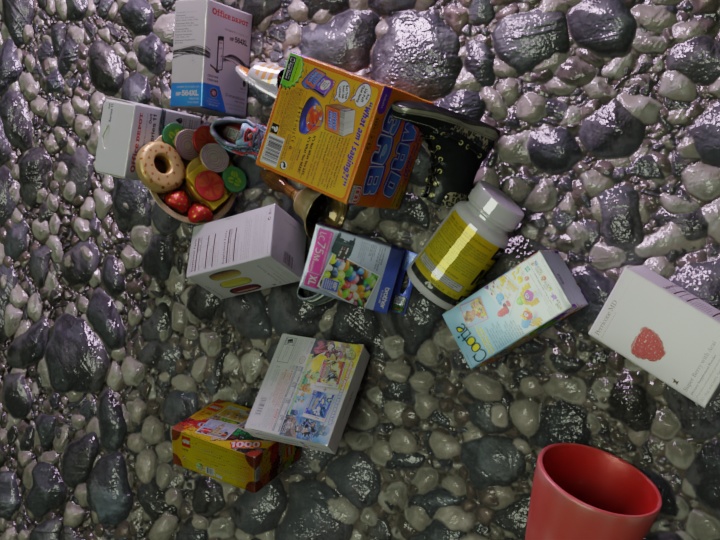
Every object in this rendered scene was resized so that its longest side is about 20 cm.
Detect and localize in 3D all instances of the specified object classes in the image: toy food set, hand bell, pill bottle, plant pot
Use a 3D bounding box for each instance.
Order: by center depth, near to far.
[{"bbox_3d":[0.344,0.395,1.469,0.199,0.200,0.180,24,111,26],"label":"plant pot"},{"bbox_3d":[0.177,-0.043,1.589,0.114,0.114,0.201,44,111,21],"label":"pill bottle"},{"bbox_3d":[-0.127,-0.145,1.786,0.199,0.103,0.105,34,106,36],"label":"hand bell"},{"bbox_3d":[-0.323,-0.188,1.831,0.201,0.198,0.048,49,145,-9],"label":"toy food set"}]

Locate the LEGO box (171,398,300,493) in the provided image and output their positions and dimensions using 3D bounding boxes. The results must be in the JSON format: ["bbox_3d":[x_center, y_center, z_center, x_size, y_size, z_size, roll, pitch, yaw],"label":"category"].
[{"bbox_3d":[-0.234,0.328,1.797,0.197,0.148,0.078,12,112,28],"label":"LEGO box"}]

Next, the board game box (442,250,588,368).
[{"bbox_3d":[0.253,0.064,1.554,0.199,0.103,0.106,-35,75,25],"label":"board game box"}]

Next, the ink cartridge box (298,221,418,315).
[{"bbox_3d":[0.000,0.000,1.687,0.197,0.042,0.121,17,99,0],"label":"ink cartridge box"}]

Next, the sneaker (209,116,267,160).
[{"bbox_3d":[-0.198,-0.240,1.794,0.197,0.095,0.081,14,91,14],"label":"sneaker"}]

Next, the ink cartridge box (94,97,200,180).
[{"bbox_3d":[-0.416,-0.250,1.869,0.082,0.199,0.149,14,98,29],"label":"ink cartridge box"}]

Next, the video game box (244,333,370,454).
[{"bbox_3d":[-0.095,0.220,1.730,0.180,0.047,0.202,5,60,31],"label":"video game box"}]

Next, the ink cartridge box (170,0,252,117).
[{"bbox_3d":[-0.285,-0.406,1.825,0.083,0.145,0.204,6,94,29],"label":"ink cartridge box"}]

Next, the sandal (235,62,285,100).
[{"bbox_3d":[-0.141,-0.346,1.790,0.205,0.079,0.060,34,105,16],"label":"sandal"}]

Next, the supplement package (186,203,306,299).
[{"bbox_3d":[-0.214,-0.032,1.792,0.198,0.114,0.111,-13,59,29],"label":"supplement package"}]

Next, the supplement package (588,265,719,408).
[{"bbox_3d":[0.467,0.094,1.425,0.199,0.119,0.123,33,107,25],"label":"supplement package"}]

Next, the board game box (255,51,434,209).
[{"bbox_3d":[-0.024,-0.238,1.650,0.198,0.199,0.203,25,102,26],"label":"board game box"}]

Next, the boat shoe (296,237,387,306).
[{"bbox_3d":[-0.034,0.004,1.737,0.199,0.062,0.074,-32,73,24],"label":"boat shoe"}]

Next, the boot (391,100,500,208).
[{"bbox_3d":[0.125,-0.191,1.583,0.073,0.201,0.156,45,120,58],"label":"boot"}]
